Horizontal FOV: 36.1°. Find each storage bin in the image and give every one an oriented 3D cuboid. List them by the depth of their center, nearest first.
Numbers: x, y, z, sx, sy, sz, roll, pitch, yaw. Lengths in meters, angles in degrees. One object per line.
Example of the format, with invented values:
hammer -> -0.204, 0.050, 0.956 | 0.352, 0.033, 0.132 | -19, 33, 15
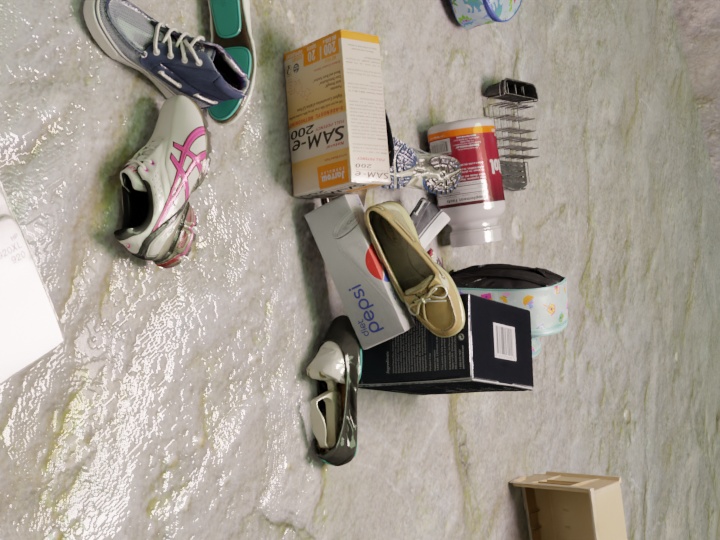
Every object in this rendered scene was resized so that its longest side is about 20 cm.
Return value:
storage bin -> 0.360, 0.458, 1.906 | 0.093, 0.198, 0.202 | -9, 91, -40

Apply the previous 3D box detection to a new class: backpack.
backpack -> 0.232, 0.065, 1.756 | 0.176, 0.199, 0.155 | -16, 98, -69
backpack -> 0.219, -0.532, 1.925 | 0.183, 0.146, 0.201 | -47, 125, -48

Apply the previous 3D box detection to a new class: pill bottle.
pill bottle -> 0.177, -0.143, 1.811 | 0.113, 0.112, 0.202 | -12, 94, -57

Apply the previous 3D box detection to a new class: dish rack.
dish rack -> 0.289, -0.251, 2.062 | 0.153, 0.054, 0.202 | -5, 89, -57

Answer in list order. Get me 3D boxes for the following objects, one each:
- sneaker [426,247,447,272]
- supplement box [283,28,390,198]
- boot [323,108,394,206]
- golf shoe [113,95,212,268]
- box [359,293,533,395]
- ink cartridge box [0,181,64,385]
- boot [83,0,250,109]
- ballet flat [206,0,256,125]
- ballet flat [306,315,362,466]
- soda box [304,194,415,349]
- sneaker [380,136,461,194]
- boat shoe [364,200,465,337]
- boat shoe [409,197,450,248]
sneaker -> 0.101, 0.018, 1.612 | 0.075, 0.081, 0.200 | 46, 6, 3
supplement box -> -0.033, -0.204, 1.471 | 0.073, 0.126, 0.202 | -1, 83, -41
boot -> 0.001, -0.133, 1.547 | 0.075, 0.096, 0.202 | -14, 95, -57
golf shoe -> -0.219, -0.109, 1.220 | 0.092, 0.072, 0.201 | 29, 60, -50
box -> 0.120, 0.112, 1.591 | 0.200, 0.195, 0.125 | 15, 70, -55
ink cartridge box -> -0.364, 0.030, 0.846 | 0.147, 0.199, 0.146 | -42, 118, -52
boot -> -0.213, -0.253, 1.242 | 0.200, 0.090, 0.073 | 37, 54, -49
ballet flat -> -0.156, -0.272, 1.369 | 0.069, 0.069, 0.202 | 12, 73, -56
ballet flat -> -0.035, 0.158, 1.464 | 0.068, 0.068, 0.202 | 8, 76, -48
soda box -> 0.000, 0.000, 1.488 | 0.201, 0.068, 0.063 | 67, 17, 2
sneaker -> 0.053, -0.159, 1.667 | 0.199, 0.085, 0.078 | 16, 95, -34
boat shoe -> 0.068, 0.001, 1.457 | 0.202, 0.073, 0.063 | 63, 22, 2
boat shoe -> 0.059, -0.041, 1.653 | 0.068, 0.072, 0.200 | 43, 55, 1
